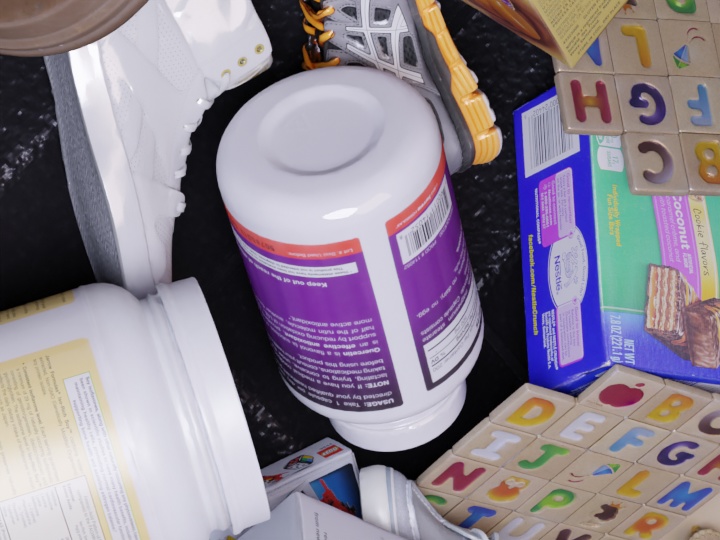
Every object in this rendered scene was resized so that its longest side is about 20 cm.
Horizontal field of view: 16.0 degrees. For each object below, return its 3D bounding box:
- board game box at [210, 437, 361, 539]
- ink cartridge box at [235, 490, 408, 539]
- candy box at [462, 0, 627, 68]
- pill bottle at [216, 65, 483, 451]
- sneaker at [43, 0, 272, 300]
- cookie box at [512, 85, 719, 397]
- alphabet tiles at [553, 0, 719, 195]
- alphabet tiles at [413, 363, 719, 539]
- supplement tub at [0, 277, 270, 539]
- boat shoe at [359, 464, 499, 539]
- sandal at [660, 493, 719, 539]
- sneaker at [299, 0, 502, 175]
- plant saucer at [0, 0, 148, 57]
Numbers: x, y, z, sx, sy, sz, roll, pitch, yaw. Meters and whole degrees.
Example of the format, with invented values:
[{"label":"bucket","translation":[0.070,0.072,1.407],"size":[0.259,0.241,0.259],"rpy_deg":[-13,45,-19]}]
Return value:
[{"label":"board game box","translation":[-0.038,0.207,1.391],"size":[0.126,0.035,0.200],"rpy_deg":[-24,111,-22]},{"label":"ink cartridge box","translation":[0.005,0.213,1.309],"size":[0.200,0.084,0.146],"rpy_deg":[27,129,-31]},{"label":"candy box","translation":[0.049,-0.190,1.260],"size":[0.056,0.117,0.200],"rpy_deg":[-50,147,-7]},{"label":"pill bottle","translation":[0.000,0.000,1.303],"size":[0.112,0.112,0.200],"rpy_deg":[-35,138,-19]},{"label":"sneaker","translation":[-0.090,-0.075,1.279],"size":[0.115,0.074,0.200],"rpy_deg":[-15,106,-23]},{"label":"cookie box","translation":[0.189,-0.008,1.414],"size":[0.200,0.075,0.171],"rpy_deg":[8,70,-31]},{"label":"alphabet tiles","translation":[0.174,-0.133,1.381],"size":[0.166,0.006,0.200],"rpy_deg":[1,69,-25]},{"label":"alphabet tiles","translation":[0.116,0.117,1.395],"size":[0.166,0.006,0.200],"rpy_deg":[18,136,-31]},{"label":"supplement tub","translation":[-0.156,0.090,1.210],"size":[0.200,0.145,0.146],"rpy_deg":[-17,110,-6]},{"label":"boat shoe","translation":[0.051,0.167,1.379],"size":[0.071,0.070,0.201],"rpy_deg":[-13,137,10]},{"label":"sandal","translation":[0.186,0.220,1.499],"size":[0.078,0.070,0.212],"rpy_deg":[35,83,-30]},{"label":"sneaker","translation":[0.001,-0.124,1.321],"size":[0.077,0.078,0.200],"rpy_deg":[-32,112,-6]},{"label":"plant saucer","translation":[-0.162,-0.195,1.150],"size":[0.029,0.200,0.200],"rpy_deg":[-22,115,-60]}]
